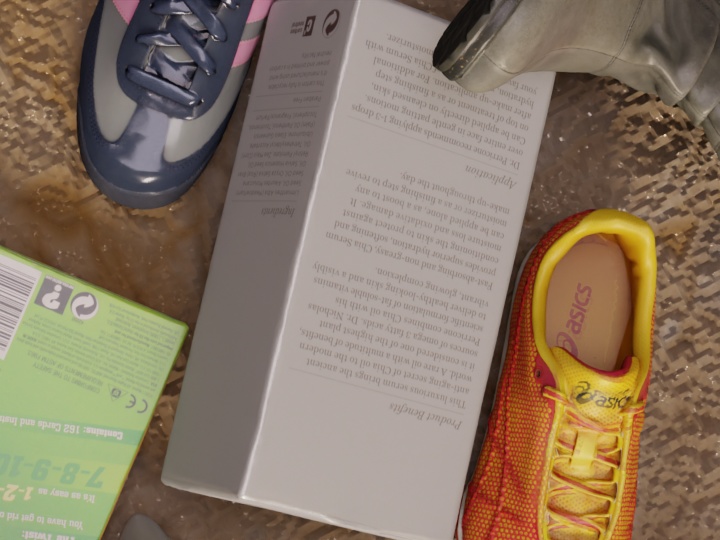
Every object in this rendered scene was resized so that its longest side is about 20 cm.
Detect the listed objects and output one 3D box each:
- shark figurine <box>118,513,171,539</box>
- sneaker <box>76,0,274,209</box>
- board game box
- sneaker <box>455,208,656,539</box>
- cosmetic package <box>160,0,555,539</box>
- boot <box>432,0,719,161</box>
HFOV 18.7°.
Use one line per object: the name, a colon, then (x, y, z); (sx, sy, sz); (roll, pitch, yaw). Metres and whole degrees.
shark figurine: (-0.017, 0.195, 0.859); (0.214, 0.090, 0.128); (23, 84, -4)
sneaker: (-0.065, -0.123, 0.878); (0.070, 0.082, 0.200); (18, 83, -7)
board game box: (-0.151, 0.096, 0.877); (0.096, 0.030, 0.200); (23, 81, -5)
sneaker: (0.080, 0.071, 0.880); (0.073, 0.077, 0.200); (4, 81, -6)
cosmetic package: (0.000, 0.000, 0.867); (0.101, 0.071, 0.200); (17, 82, -31)
boot: (0.116, -0.085, 0.859); (0.131, 0.200, 0.068); (46, 124, 1)
